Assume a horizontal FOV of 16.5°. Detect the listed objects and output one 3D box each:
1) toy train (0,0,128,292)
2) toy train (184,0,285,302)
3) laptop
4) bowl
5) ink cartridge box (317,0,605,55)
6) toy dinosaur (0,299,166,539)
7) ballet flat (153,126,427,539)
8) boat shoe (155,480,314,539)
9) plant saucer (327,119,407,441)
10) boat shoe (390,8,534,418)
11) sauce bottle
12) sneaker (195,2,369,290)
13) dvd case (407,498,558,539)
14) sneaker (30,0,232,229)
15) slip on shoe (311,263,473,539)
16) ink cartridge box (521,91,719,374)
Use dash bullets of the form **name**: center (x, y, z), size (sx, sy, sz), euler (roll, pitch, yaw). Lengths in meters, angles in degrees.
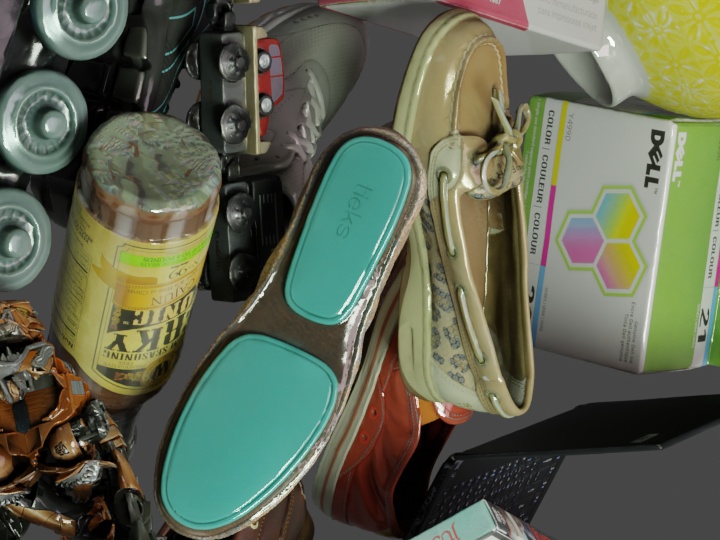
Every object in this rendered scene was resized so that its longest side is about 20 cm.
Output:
- **toy train**: center (-0.178, -0.077, 1.061), size (0.114, 0.085, 0.201), euler (19, 89, -38)
- **toy train**: center (-0.054, -0.086, 1.116), size (0.046, 0.034, 0.201), euler (-11, 102, -43)
- **laptop**: center (0.111, 0.135, 1.346), size (0.177, 0.103, 0.200), euler (-11, 131, -60)
- **bowl**: center (0.156, -0.152, 1.356), size (0.108, 0.200, 0.200), euler (-36, 130, -6)
- **ink cartridge box**: center (0.059, -0.220, 1.258), size (0.146, 0.083, 0.201), euler (9, 84, -50)
- **toy dinosaur**: center (-0.127, 0.094, 1.089), size (0.200, 0.102, 0.136), euler (42, 28, -48)
- **ballet flat**: center (-0.026, 0.030, 1.107), size (0.200, 0.068, 0.067), euler (-59, 178, -1)
- **boat shoe**: center (-0.095, 0.166, 1.232), size (0.200, 0.070, 0.070), euler (-57, 144, -33)
- **plant saucer**: center (0.000, 0.000, 1.272), size (0.200, 0.034, 0.201), euler (-50, 158, -29)
- **boat shoe**: center (0.058, -0.027, 1.200), size (0.073, 0.063, 0.201), euler (-28, 124, -46)
- **sauce bottle**: center (-0.107, 0.017, 1.124), size (0.065, 0.065, 0.200), euler (-37, 156, -37)
- **sneaker**: center (-0.045, -0.054, 1.206), size (0.200, 0.092, 0.076), euler (-50, 133, -29)
- **dvd case**: center (0.050, 0.182, 1.291), size (0.146, 0.022, 0.200), euler (-31, 151, 17)
- **sneaker**: center (-0.094, -0.111, 1.146), size (0.079, 0.075, 0.201), euler (19, 87, -52)
- **slip on shoe**: center (0.037, 0.053, 1.300), size (0.074, 0.061, 0.200), euler (-19, 134, -61)
- **ink cartridge box**: center (0.186, -0.014, 1.399), size (0.076, 0.200, 0.148), euler (-3, 103, -48)
